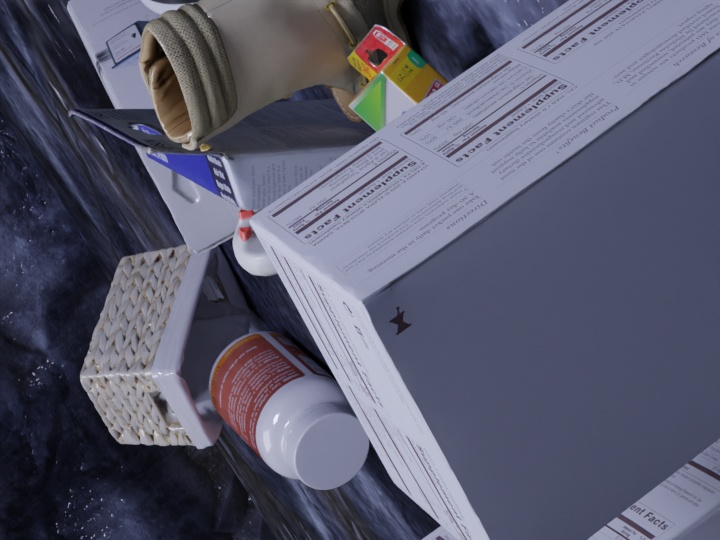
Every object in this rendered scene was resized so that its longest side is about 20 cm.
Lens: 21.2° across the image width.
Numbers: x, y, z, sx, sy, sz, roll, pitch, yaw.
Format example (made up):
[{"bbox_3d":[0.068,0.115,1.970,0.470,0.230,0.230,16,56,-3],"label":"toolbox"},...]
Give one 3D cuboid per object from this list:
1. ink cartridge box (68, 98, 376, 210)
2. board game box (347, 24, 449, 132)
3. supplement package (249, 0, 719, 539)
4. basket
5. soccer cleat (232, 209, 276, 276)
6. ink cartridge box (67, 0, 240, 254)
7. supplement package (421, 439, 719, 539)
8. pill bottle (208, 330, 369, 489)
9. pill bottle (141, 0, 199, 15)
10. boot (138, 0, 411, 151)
[{"bbox_3d":[-0.065,-0.075,1.210,0.200,0.199,0.041,-151,60,-65],"label":"ink cartridge box"},{"bbox_3d":[0.069,-0.051,1.039,0.200,0.030,0.096,44,168,-3],"label":"board game box"},{"bbox_3d":[0.087,-0.001,0.793,0.111,0.200,0.156,36,158,59],"label":"supplement package"},{"bbox_3d":[-0.212,0.082,2.102,0.136,0.123,0.200,67,-155,-42],"label":"basket"},{"bbox_3d":[-0.052,-0.028,1.444,0.200,0.069,0.078,-80,-18,-69],"label":"soccer cleat"},{"bbox_3d":[-0.154,-0.133,1.566,0.200,0.086,0.147,56,172,47],"label":"ink cartridge box"},{"bbox_3d":[0.157,0.164,0.955,0.152,0.200,0.151,60,168,-18],"label":"supplement package"},{"bbox_3d":[-0.072,0.147,1.991,0.200,0.112,0.112,37,158,57],"label":"pill bottle"},{"bbox_3d":[-0.112,-0.252,1.101,0.112,0.112,0.200,42,162,46],"label":"pill bottle"},{"bbox_3d":[-0.047,-0.117,1.105,0.073,0.155,0.200,51,167,18],"label":"boot"}]
